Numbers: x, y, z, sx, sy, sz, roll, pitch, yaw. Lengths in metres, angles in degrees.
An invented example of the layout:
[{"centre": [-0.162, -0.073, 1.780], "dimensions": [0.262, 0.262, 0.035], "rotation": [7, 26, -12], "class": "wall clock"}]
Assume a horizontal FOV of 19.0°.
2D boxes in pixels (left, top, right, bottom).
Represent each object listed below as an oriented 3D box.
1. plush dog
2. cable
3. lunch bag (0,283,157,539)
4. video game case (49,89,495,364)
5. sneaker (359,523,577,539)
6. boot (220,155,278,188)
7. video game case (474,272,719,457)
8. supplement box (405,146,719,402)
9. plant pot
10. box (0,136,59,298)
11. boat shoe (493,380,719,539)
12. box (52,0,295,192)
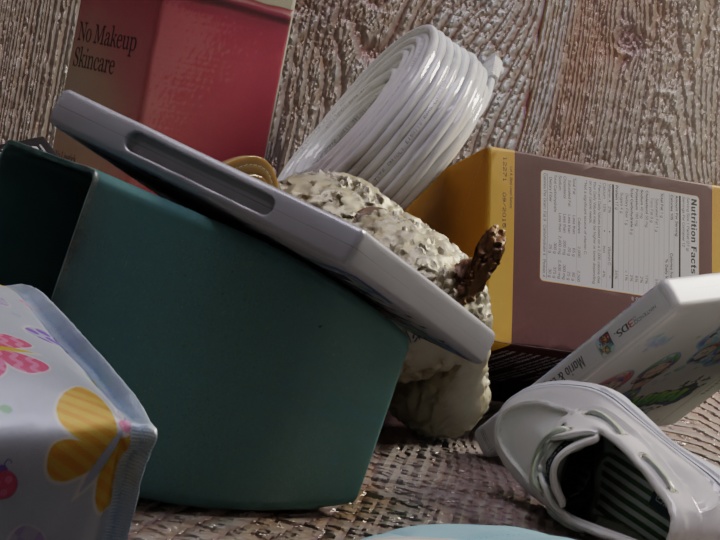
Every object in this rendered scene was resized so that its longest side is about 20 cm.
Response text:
[{"centre": [0.000, 0.000, 1.342], "dimensions": [0.199, 0.161, 0.172], "rotation": [4, 32, -48], "class": "plush dog"}, {"centre": [0.009, -0.083, 1.521], "dimensions": [0.069, 0.200, 0.200], "rotation": [43, 21, -11], "class": "cable"}, {"centre": [-0.176, 0.061, 0.688], "dimensions": [0.168, 0.128, 0.200], "rotation": [6, 16, -26], "class": "lunch bag"}, {"centre": [-0.040, -0.019, 1.084], "dimensions": [0.181, 0.022, 0.200], "rotation": [26, -4, 26], "class": "video game case"}, {"centre": [0.082, 0.125, 0.784], "dimensions": [0.198, 0.075, 0.082], "rotation": [12, 8, 8], "class": "sneaker"}, {"centre": [-0.154, -0.007, 1.306], "dimensions": [0.155, 0.200, 0.077], "rotation": [19, -26, 51], "class": "boot"}, {"centre": [0.193, 0.055, 1.349], "dimensions": [0.199, 0.024, 0.182], "rotation": [-5, -29, -45], "class": "video game case"}, {"centre": [0.131, 0.014, 1.526], "dimensions": [0.199, 0.134, 0.197], "rotation": [8, -15, -23], "class": "supplement box"}, {"centre": [-0.088, 0.040, 1.063], "dimensions": [0.199, 0.142, 0.141], "rotation": [19, 0, -27], "class": "plant pot"}, {"centre": [-0.219, -0.002, 1.186], "dimensions": [0.157, 0.049, 0.200], "rotation": [-11, 30, -21], "class": "box"}, {"centre": [0.125, 0.102, 1.143], "dimensions": [0.066, 0.074, 0.199], "rotation": [10, 5, -36], "class": "boat shoe"}, {"centre": [-0.131, -0.134, 1.491], "dimensions": [0.108, 0.202, 0.128], "rotation": [8, 5, -33], "class": "box"}]
